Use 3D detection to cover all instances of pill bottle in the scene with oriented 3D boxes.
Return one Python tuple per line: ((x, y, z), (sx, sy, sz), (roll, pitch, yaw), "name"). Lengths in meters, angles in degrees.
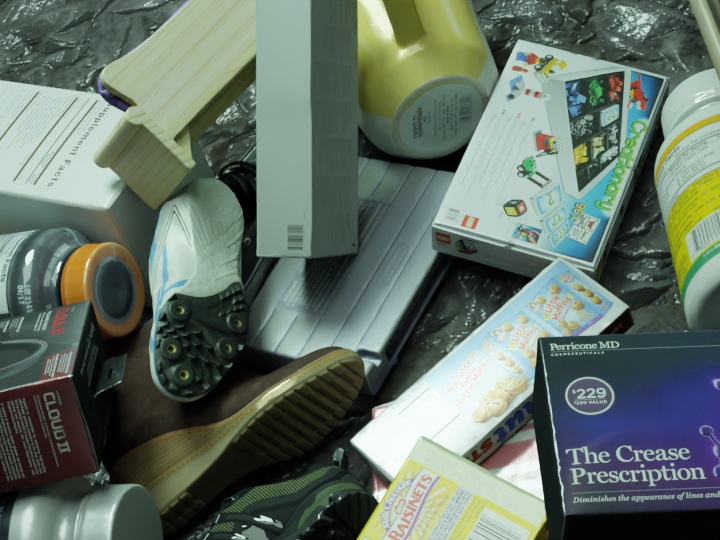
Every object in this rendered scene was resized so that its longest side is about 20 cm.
((0.263, -0.044, 1.230), (0.112, 0.113, 0.201), (-14, 45, 10), "pill bottle")
((-0.241, 0.192, 1.226), (0.199, 0.111, 0.112), (-5, 47, 19), "pill bottle")
((-0.262, 0.025, 1.373), (0.199, 0.106, 0.107), (-7, 46, 32), "pill bottle")

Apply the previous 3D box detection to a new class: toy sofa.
((-0.121, -0.151, 1.361), (0.200, 0.098, 0.083), (-50, 6, -33), "toy sofa")

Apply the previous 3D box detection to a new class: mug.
((0.025, -0.175, 1.414), (0.149, 0.186, 0.154), (-45, 46, 22), "mug")

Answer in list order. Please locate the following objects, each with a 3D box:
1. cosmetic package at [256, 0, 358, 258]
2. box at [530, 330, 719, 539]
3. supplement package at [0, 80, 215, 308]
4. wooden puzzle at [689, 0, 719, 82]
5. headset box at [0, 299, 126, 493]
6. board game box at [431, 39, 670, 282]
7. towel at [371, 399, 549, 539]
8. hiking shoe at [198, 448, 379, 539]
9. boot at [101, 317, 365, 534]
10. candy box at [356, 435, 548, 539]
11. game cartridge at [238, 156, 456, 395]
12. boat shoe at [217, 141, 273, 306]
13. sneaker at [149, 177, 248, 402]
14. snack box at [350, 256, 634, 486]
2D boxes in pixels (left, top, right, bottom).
((-0.040, -0.111, 1.318), (0.050, 0.082, 0.201), (1, 93, 27), "cosmetic package")
((0.212, 0.112, 1.097), (0.199, 0.079, 0.142), (-3, 44, -1), "box")
((-0.231, -0.064, 1.453), (0.199, 0.122, 0.120), (11, 53, 30), "supplement package")
((0.322, -0.130, 1.238), (0.046, 0.199, 0.186), (-51, 31, 34), "wooden puzzle")
((-0.257, 0.093, 1.226), (0.199, 0.075, 0.149), (-12, 19, 1), "headset box")
((0.146, -0.082, 1.350), (0.126, 0.035, 0.201), (17, 56, 15), "board game box")
((0.081, 0.157, 1.184), (0.145, 0.030, 0.201), (-13, 48, 12), "towel")
((-0.077, 0.198, 1.192), (0.199, 0.076, 0.101), (-31, 24, -2), "hiking shoe")
((-0.109, 0.078, 1.294), (0.200, 0.072, 0.167), (-36, 49, 0), "boot")
((0.030, 0.211, 1.116), (0.102, 0.026, 0.201), (26, 72, 25), "candy box")
((0.000, 0.000, 1.360), (0.129, 0.038, 0.200), (9, 53, 35), "game cartridge")
((-0.095, -0.050, 1.421), (0.070, 0.066, 0.201), (7, 53, 28), "boat shoe")
((-0.122, 0.020, 1.295), (0.073, 0.072, 0.201), (-50, 27, 39), "sneaker")
((0.090, 0.075, 1.211), (0.200, 0.024, 0.072), (-40, 49, -13), "snack box")
